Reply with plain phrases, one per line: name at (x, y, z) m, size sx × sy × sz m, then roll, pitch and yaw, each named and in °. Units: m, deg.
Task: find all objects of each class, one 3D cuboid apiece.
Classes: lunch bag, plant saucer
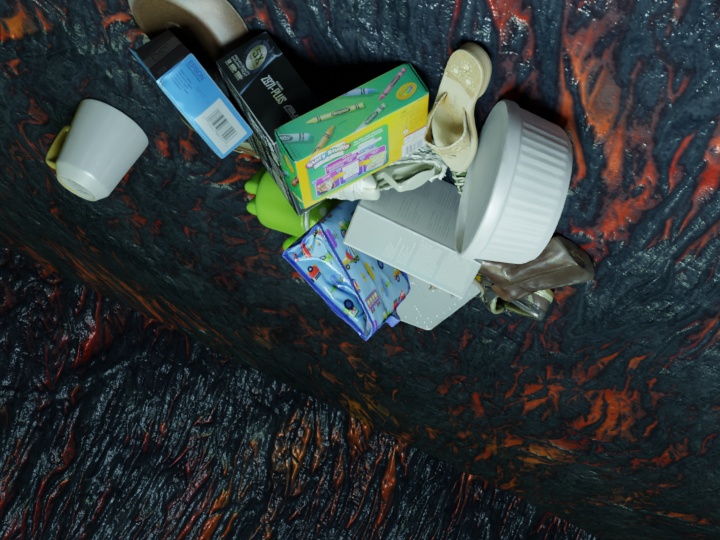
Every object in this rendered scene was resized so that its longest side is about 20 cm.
lunch bag at (0.000, 0.000, 1.340) m, size 0.094 × 0.151 × 0.201 m, roll -35°, pitch 95°, yaw 36°
plant saucer at (-0.249, -0.346, 1.217) m, size 0.197 × 0.037 × 0.201 m, roll 23°, pitch 161°, yaw 8°

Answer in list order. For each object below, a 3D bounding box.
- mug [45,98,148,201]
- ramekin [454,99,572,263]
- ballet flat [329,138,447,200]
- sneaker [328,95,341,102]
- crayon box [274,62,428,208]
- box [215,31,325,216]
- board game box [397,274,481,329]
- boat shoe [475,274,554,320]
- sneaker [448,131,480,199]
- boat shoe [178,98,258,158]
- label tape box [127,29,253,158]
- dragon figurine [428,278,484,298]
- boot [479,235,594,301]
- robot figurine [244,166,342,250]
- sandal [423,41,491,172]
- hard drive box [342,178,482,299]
mug at (-0.517, -0.219, 1.678) m, size 0.148 × 0.155 × 0.186 m, roll 33°, pitch 159°, yaw -23°
ramekin at (0.190, -0.102, 1.077) m, size 0.092 × 0.206 × 0.203 m, roll 15°, pitch 161°, yaw -5°
ballet flat at (0.033, -0.135, 1.210) m, size 0.196 × 0.073 × 0.072 m, roll -18°, pitch 162°, yaw -10°
sneaker at (-0.015, -0.165, 1.280) m, size 0.074 × 0.088 × 0.201 m, roll -17°, pitch 155°, yaw 1°
crayon box at (-0.008, -0.173, 1.124) m, size 0.059 × 0.198 × 0.119 m, roll 57°, pitch 169°, yaw 23°
box at (-0.109, -0.203, 1.222) m, size 0.165 × 0.085 × 0.201 m, roll 55°, pitch 171°, yaw 24°
board game box at (0.083, 0.027, 1.509) m, size 0.197 × 0.026 × 0.200 m, roll 21°, pitch 148°, yaw -16°
boat shoe at (0.246, 0.044, 1.545) m, size 0.197 × 0.066 × 0.073 m, roll 10°, pitch 157°, yaw 39°
sneaker at (0.170, -0.114, 1.208) m, size 0.199 × 0.091 × 0.067 m, roll 38°, pitch 157°, yaw -30°
boat shoe at (-0.201, -0.225, 1.405) m, size 0.197 × 0.077 × 0.074 m, roll 23°, pitch 163°, yaw 9°
label tape box at (-0.243, -0.259, 1.221) m, size 0.145 × 0.063 × 0.200 m, roll 52°, pitch 178°, yaw -37°
dragon figurine at (0.127, -0.013, 1.379) m, size 0.198 × 0.059 × 0.100 m, roll 11°, pitch -145°, yaw -42°
boot at (0.253, -0.029, 1.374) m, size 0.185 × 0.065 × 0.199 m, roll 37°, pitch 153°, yaw -20°
robot figurine at (-0.101, -0.117, 1.485) m, size 0.197 × 0.116 × 0.178 m, roll 18°, pitch 129°, yaw 21°
sandal at (0.105, -0.185, 1.077) m, size 0.077 × 0.069 × 0.213 m, roll 41°, pitch 153°, yaw 19°
hard drive box at (0.093, -0.070, 1.295) m, size 0.197 × 0.157 × 0.077 m, roll 26°, pitch 131°, yaw 1°
